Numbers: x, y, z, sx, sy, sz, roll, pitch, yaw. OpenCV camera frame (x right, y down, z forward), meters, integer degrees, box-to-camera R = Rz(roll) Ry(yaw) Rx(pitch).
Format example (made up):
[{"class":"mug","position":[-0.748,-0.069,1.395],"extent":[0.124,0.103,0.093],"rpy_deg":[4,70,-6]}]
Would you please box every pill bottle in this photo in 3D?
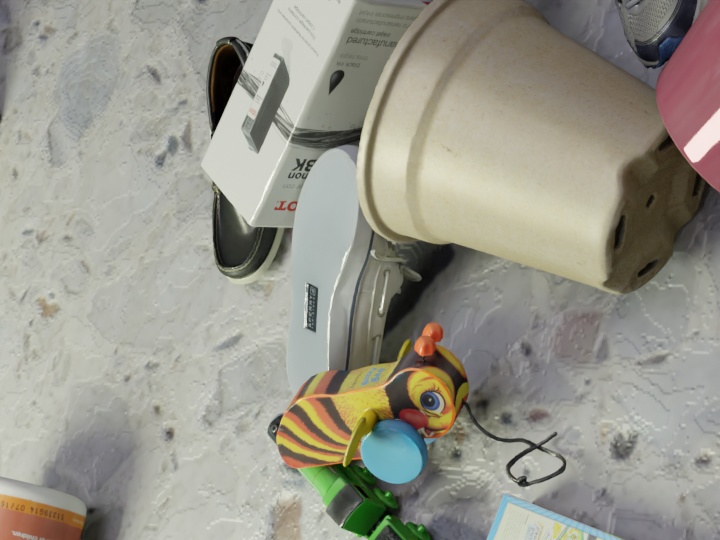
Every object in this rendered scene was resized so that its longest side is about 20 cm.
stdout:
[{"class":"pill bottle","position":[-0.291,0.267,1.722],"extent":[0.112,0.112,0.200],"rpy_deg":[3,75,38]}]

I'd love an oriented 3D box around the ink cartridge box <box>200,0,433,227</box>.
[{"class":"ink cartridge box","position":[-0.008,-0.130,1.600],"extent":[0.084,0.144,0.200],"rpy_deg":[52,127,37]}]

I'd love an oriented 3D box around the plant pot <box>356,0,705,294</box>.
[{"class":"plant pot","position":[0.129,-0.077,1.498],"extent":[0.183,0.200,0.201],"rpy_deg":[27,91,29]}]

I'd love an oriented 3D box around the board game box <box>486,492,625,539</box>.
[{"class":"board game box","position":[0.120,0.265,1.460],"extent":[0.134,0.034,0.200],"rpy_deg":[18,85,40]}]

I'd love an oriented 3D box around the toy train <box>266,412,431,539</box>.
[{"class":"toy train","position":[-0.005,0.167,1.578],"extent":[0.042,0.056,0.200],"rpy_deg":[-53,51,9]}]

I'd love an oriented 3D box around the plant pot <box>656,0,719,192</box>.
[{"class":"plant pot","position":[0.294,-0.136,1.390],"extent":[0.179,0.200,0.200],"rpy_deg":[-45,50,36]}]

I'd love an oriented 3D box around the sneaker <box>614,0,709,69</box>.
[{"class":"sneaker","position":[0.188,-0.217,1.521],"extent":[0.077,0.085,0.200],"rpy_deg":[-44,30,28]}]

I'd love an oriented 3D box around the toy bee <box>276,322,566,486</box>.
[{"class":"toy bee","position":[0.034,0.085,1.526],"extent":[0.200,0.109,0.131],"rpy_deg":[-9,26,2]}]

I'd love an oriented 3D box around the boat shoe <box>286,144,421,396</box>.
[{"class":"boat shoe","position":[0.003,0.002,1.594],"extent":[0.075,0.086,0.202],"rpy_deg":[27,119,46]}]

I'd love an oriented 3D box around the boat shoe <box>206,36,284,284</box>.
[{"class":"boat shoe","position":[-0.099,-0.088,1.741],"extent":[0.072,0.068,0.200],"rpy_deg":[-8,70,33]}]
